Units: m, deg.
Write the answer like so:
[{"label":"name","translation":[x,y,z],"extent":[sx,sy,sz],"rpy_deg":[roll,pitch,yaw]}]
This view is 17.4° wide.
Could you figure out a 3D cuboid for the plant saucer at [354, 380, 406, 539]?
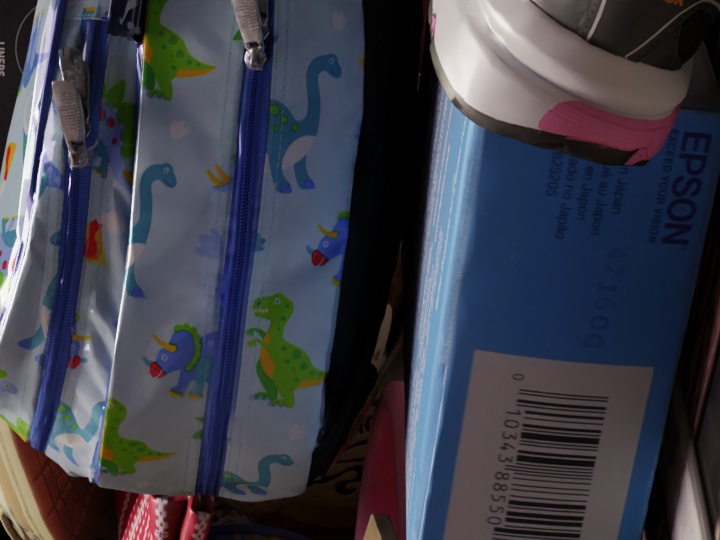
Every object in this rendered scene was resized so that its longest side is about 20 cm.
[{"label":"plant saucer","translation":[0.026,0.143,0.869],"extent":[0.201,0.050,0.202],"rpy_deg":[-175,90,-85]}]

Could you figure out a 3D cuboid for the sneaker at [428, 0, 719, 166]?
[{"label":"sneaker","translation":[0.067,-0.115,0.544],"extent":[0.087,0.080,0.201],"rpy_deg":[-55,25,39]}]

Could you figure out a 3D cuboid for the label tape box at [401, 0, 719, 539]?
[{"label":"label tape box","translation":[0.049,-0.028,0.654],"extent":[0.200,0.066,0.144],"rpy_deg":[-86,3,-60]}]

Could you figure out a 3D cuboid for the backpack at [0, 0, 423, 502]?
[{"label":"backpack","translation":[-0.043,-0.033,0.690],"extent":[0.163,0.152,0.202],"rpy_deg":[168,94,-81]}]

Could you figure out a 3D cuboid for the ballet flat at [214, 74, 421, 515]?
[{"label":"ballet flat","translation":[0.000,0.000,0.899],"extent":[0.201,0.070,0.071],"rpy_deg":[-59,-8,-25]}]

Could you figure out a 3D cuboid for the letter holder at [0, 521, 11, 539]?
[{"label":"letter holder","translation":[-0.162,0.077,1.132],"extent":[0.200,0.100,0.143],"rpy_deg":[40,-124,-76]}]

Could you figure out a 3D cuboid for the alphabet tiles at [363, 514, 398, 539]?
[{"label":"alphabet tiles","translation":[-0.009,0.178,0.657],"extent":[0.167,0.007,0.201],"rpy_deg":[-113,35,-59]}]

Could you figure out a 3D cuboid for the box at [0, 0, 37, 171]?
[{"label":"box","translation":[-0.134,-0.060,0.962],"extent":[0.200,0.114,0.133],"rpy_deg":[-94,5,-82]}]

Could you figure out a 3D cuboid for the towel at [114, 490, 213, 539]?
[{"label":"towel","translation":[-0.073,0.086,0.835],"extent":[0.200,0.022,0.146],"rpy_deg":[-95,16,-62]}]

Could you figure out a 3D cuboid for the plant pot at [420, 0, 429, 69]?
[{"label":"plant pot","translation":[-0.017,-0.179,0.930],"extent":[0.201,0.198,0.180],"rpy_deg":[-92,-9,-49]}]

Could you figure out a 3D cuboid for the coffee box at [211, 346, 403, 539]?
[{"label":"coffee box","translation":[-0.017,0.095,1.056],"extent":[0.080,0.112,0.201],"rpy_deg":[101,171,-53]}]

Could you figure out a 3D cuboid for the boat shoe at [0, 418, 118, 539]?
[{"label":"boat shoe","translation":[-0.124,0.085,0.959],"extent":[0.074,0.062,0.201],"rpy_deg":[-61,-27,-31]}]

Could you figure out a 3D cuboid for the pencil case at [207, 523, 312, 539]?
[{"label":"pencil case","translation":[-0.039,0.192,0.851],"extent":[0.078,0.086,0.201],"rpy_deg":[64,-157,-53]}]
